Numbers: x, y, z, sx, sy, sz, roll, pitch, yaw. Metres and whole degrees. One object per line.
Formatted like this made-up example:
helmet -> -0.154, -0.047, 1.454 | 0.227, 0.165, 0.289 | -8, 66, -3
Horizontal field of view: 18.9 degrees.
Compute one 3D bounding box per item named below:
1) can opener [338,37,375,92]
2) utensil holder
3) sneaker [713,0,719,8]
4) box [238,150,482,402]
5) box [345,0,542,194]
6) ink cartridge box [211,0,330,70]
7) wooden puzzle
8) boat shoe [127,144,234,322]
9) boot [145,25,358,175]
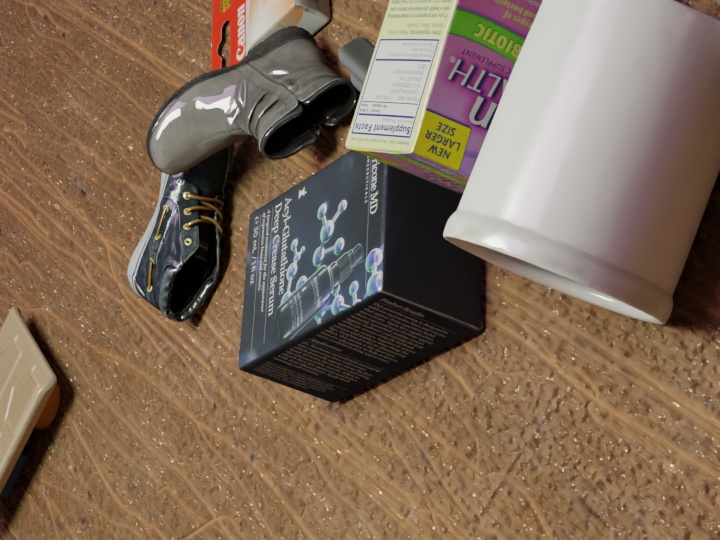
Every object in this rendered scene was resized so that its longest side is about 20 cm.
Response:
can opener -> 0.044, -0.152, 1.858 | 0.066, 0.053, 0.200 | -35, 34, -10
utensil holder -> 0.172, -0.084, 1.507 | 0.170, 0.169, 0.201 | 20, 86, 58
sneaker -> 0.309, -0.191, 1.445 | 0.109, 0.070, 0.200 | -59, 30, 20
box -> 0.000, 0.000, 1.774 | 0.200, 0.107, 0.149 | -29, 49, 45
box -> 0.109, -0.156, 1.628 | 0.096, 0.175, 0.201 | 11, 82, 58
ink cartridge box -> -0.106, -0.270, 2.142 | 0.200, 0.050, 0.163 | -33, 47, 40
wooden puzzle -> -0.380, 0.160, 2.328 | 0.186, 0.046, 0.200 | -61, 28, 13
boat shoe -> -0.156, -0.051, 2.085 | 0.091, 0.070, 0.201 | 36, 108, 53
boot -> -0.105, -0.138, 1.992 | 0.200, 0.070, 0.132 | -39, 37, 6
